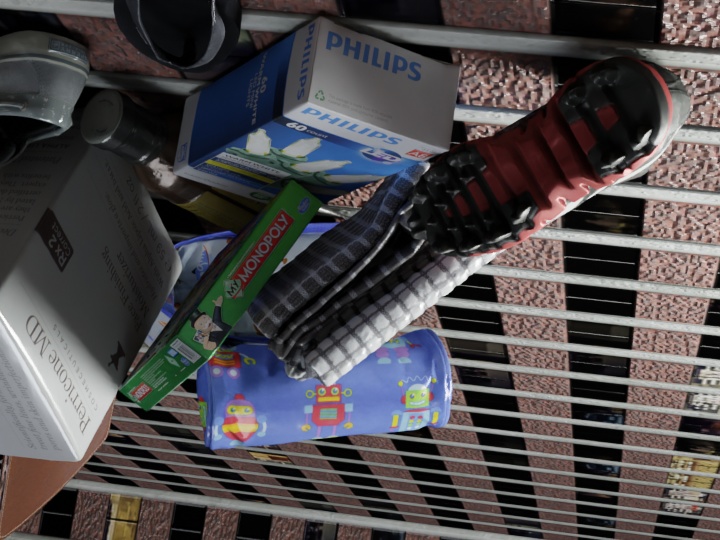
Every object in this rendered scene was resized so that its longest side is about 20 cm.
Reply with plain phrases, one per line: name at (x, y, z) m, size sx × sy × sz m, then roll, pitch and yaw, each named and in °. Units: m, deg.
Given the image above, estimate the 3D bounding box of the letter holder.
letter holder at (-0.283, 0.112, 1.464) m, size 0.100 × 0.143 × 0.200 m, roll 18°, pitch -154°, yaw 13°

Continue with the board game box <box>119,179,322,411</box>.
board game box at (-0.101, 0.022, 1.235) m, size 0.029 × 0.135 × 0.200 m, roll 37°, pitch 158°, yaw -7°

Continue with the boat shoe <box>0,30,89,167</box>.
boat shoe at (-0.251, -0.107, 1.201) m, size 0.070 × 0.072 × 0.200 m, roll 19°, pitch 162°, yaw -35°

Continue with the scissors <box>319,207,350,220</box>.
scissors at (-0.071, -0.061, 1.380) m, size 0.199 × 0.014 × 0.073 m, roll 15°, pitch 164°, yaw -21°

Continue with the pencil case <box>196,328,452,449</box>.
pencil case at (-0.032, 0.089, 1.358) m, size 0.199 × 0.078 × 0.087 m, roll -4°, pitch -161°, yaw -12°

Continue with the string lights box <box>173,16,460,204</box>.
string lights box at (-0.032, -0.095, 1.146) m, size 0.102 × 0.059 × 0.200 m, roll 17°, pitch 163°, yaw -25°

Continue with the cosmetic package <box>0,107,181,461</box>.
cosmetic package at (-0.258, 0.007, 1.283) m, size 0.164 × 0.200 × 0.165 m, roll 1°, pitch 136°, yaw 24°

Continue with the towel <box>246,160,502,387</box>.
towel at (0.000, 0.000, 1.222) m, size 0.086 × 0.165 × 0.200 m, roll 52°, pitch 177°, yaw -3°

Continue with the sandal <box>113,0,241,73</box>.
sandal at (-0.104, -0.151, 1.011) m, size 0.076 × 0.043 × 0.200 m, roll 10°, pitch 165°, yaw -5°

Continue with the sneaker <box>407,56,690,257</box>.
sneaker at (0.118, -0.067, 1.077) m, size 0.200 × 0.071 × 0.098 m, roll -31°, pitch 174°, yaw 37°

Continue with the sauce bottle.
sauce bottle at (-0.115, -0.075, 1.263) m, size 0.064 × 0.065 × 0.200 m, roll -2°, pitch 160°, yaw 35°

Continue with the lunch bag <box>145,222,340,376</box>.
lunch bag at (-0.085, 0.031, 1.466) m, size 0.199 × 0.124 × 0.170 m, roll 1°, pitch 167°, yaw -10°
